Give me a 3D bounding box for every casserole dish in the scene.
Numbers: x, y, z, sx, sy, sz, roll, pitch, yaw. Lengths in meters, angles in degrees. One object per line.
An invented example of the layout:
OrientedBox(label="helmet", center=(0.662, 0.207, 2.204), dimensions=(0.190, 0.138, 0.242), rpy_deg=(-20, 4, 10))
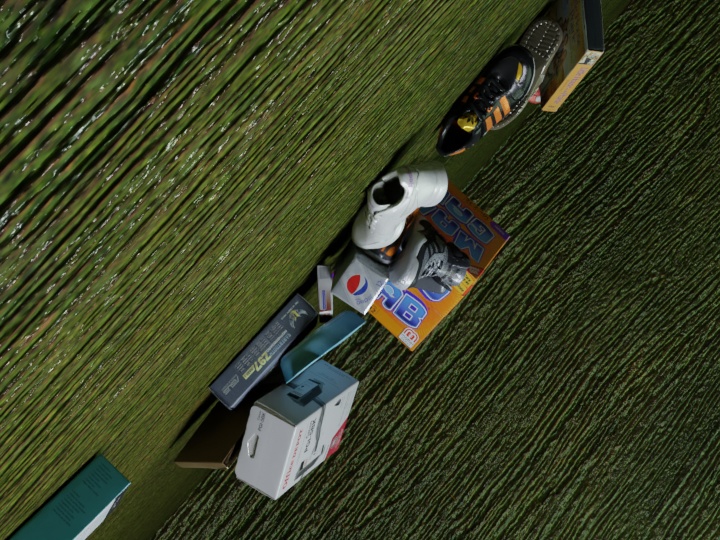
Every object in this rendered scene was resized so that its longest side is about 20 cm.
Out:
OrientedBox(label="casserole dish", center=(-0.062, 0.114, 1.582), dimensions=(0.121, 0.039, 0.200), rpy_deg=(-39, 177, 21))

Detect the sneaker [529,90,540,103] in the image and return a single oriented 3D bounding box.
OrientedBox(label="sneaker", center=(0.333, -0.389, 1.812), dimensions=(0.116, 0.078, 0.201), rpy_deg=(-62, -179, 39))

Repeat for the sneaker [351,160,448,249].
OrientedBox(label="sneaker", center=(0.031, -0.093, 1.392), dimensions=(0.099, 0.076, 0.200), rpy_deg=(-5, 155, -38))

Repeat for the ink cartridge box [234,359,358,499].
OrientedBox(label="ink cartridge box", center=(-0.099, 0.250, 1.603), dimensions=(0.200, 0.082, 0.148), rpy_deg=(-29, 140, -57))

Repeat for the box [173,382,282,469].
OrientedBox(label="box", center=(-0.217, 0.256, 1.657), dimensions=(0.199, 0.021, 0.164), rpy_deg=(-15, -146, 56))

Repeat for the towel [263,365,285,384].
OrientedBox(label="towel", center=(-0.166, 0.207, 1.721), dimensions=(0.146, 0.024, 0.201), rpy_deg=(-32, -153, 43))

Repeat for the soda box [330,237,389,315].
OrientedBox(label="soda box", center=(0.000, 0.000, 1.535), dimensions=(0.069, 0.063, 0.200), rpy_deg=(-56, -173, 12))

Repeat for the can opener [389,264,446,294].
OrientedBox(label="can opener", center=(0.054, 0.013, 1.683), dimensions=(0.053, 0.198, 0.068), rpy_deg=(-49, 148, -56))

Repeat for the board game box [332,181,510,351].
OrientedBox(label="board game box", center=(0.108, -0.026, 1.793), dimensions=(0.200, 0.200, 0.200), rpy_deg=(-50, 176, 34))

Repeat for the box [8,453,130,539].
OrientedBox(label="box", center=(-0.334, 0.288, 1.056), dimensions=(0.200, 0.049, 0.082), rpy_deg=(-46, 176, -38))

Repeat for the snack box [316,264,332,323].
OrientedBox(label="snack box", center=(-0.056, 0.040, 1.603), dimensions=(0.024, 0.073, 0.200), rpy_deg=(-3, 172, -2))

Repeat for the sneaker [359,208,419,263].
OrientedBox(label="sneaker", center=(0.051, -0.090, 1.546), dimensions=(0.113, 0.077, 0.200), rpy_deg=(-54, -173, 23))

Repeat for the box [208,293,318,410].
OrientedBox(label="box", center=(-0.149, 0.132, 1.588), dimensions=(0.200, 0.051, 0.158), rpy_deg=(-48, 175, -9))

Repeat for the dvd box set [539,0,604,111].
OrientedBox(label="dvd box set", center=(0.323, -0.357, 1.568), dimensions=(0.200, 0.029, 0.148), rpy_deg=(122, -31, -71))

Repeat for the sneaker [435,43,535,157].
OrientedBox(label="sneaker", center=(0.180, -0.238, 1.465), dimensions=(0.200, 0.070, 0.090), rpy_deg=(-49, 180, 42))

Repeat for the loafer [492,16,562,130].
OrientedBox(label="loafer", center=(0.254, -0.306, 1.579), dimensions=(0.201, 0.076, 0.067), rpy_deg=(-52, 172, 28))

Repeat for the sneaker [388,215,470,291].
OrientedBox(label="sneaker", center=(0.111, -0.009, 1.557), dimensions=(0.076, 0.113, 0.200), rpy_deg=(-53, -173, 26))
